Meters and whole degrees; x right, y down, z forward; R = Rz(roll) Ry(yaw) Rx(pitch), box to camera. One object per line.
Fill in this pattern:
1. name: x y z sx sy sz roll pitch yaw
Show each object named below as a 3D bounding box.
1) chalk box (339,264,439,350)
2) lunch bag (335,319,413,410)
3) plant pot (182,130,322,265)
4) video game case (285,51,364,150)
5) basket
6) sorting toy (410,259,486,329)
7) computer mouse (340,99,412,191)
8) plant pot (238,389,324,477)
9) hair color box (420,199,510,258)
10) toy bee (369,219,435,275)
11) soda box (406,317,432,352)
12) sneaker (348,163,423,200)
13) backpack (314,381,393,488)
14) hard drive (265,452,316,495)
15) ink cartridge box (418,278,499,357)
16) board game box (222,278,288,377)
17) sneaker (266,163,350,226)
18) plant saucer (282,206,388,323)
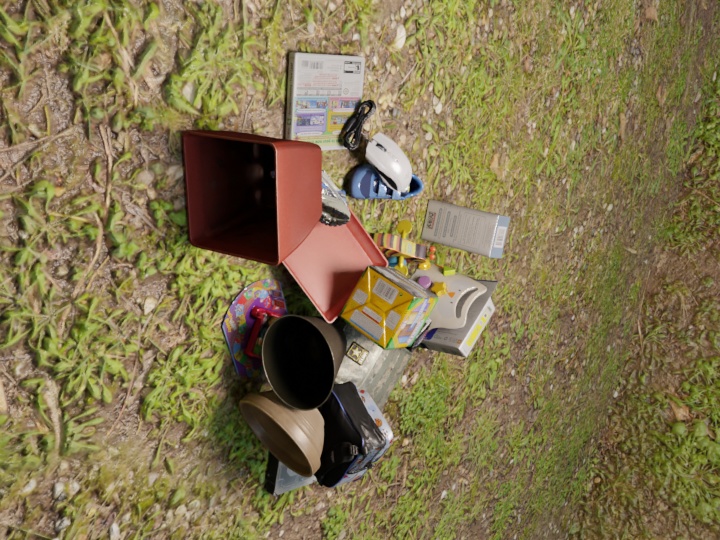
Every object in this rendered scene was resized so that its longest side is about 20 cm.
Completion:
1. chalk box: 0.068 0.075 1.596 0.124 0.124 0.200 -60 158 9
2. lunch bag: 0.001 0.197 1.732 0.200 0.117 0.165 43 73 -42
3. plant pot: -0.168 -0.143 1.348 0.176 0.198 0.202 -27 124 -53
4. video game case: -0.068 -0.327 1.524 0.199 0.022 0.184 -14 114 -48
5. basket: -0.099 0.159 1.530 0.200 0.135 0.182 -32 105 -79
6. sorting toy: 0.203 0.065 1.873 0.201 0.179 0.107 -54 138 -23
7. computer mouse: 0.049 -0.244 1.604 0.200 0.044 0.110 44 68 -29
8. plant pot: -0.137 0.299 1.527 0.093 0.200 0.202 -44 134 -27
9. hair color box: 0.246 -0.100 1.846 0.060 0.199 0.100 3 102 -51
10. toy bee: 0.110 -0.050 1.771 0.199 0.108 0.132 -9 92 -53
11. soda box: 0.110 0.136 1.771 0.063 0.071 0.200 -48 170 -12
12. sneaker: 0.056 -0.188 1.680 0.199 0.082 0.075 -12 114 -46
13. backpack: -0.039 0.346 1.621 0.153 0.201 0.191 7 130 -41
14. hard drive: -0.135 0.375 1.695 0.139 0.038 0.202 -1 105 -50
15. ink cartridge box: 0.228 0.109 1.906 0.200 0.197 0.047 -52 121 -22
16. board game box: -0.186 0.120 1.532 0.158 0.039 0.202 -37 130 -36
17. sneaker: -0.102 -0.162 1.513 0.199 0.077 0.086 32 47 -37
18. plant saucer: -0.065 -0.029 1.571 0.200 0.037 0.200 -44 105 -31
